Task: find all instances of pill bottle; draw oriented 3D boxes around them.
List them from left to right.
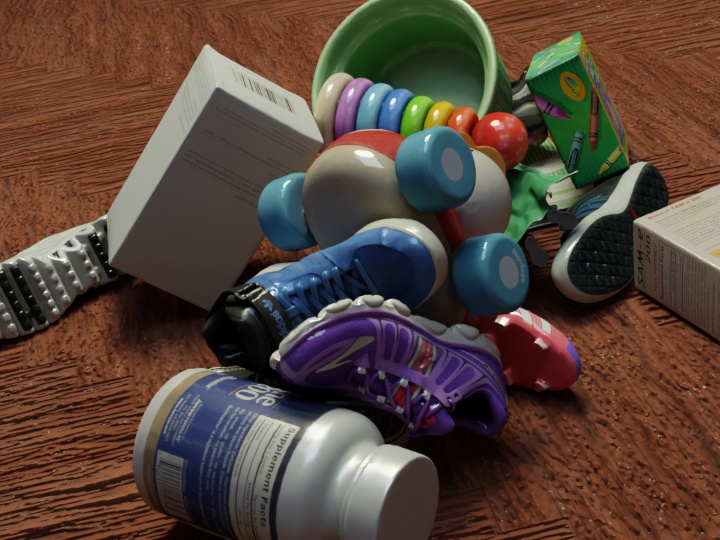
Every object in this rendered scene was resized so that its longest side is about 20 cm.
[{"bbox_3d":[-0.051,0.142,0.849,0.199,0.112,0.111,12,36,32],"label":"pill bottle"}]

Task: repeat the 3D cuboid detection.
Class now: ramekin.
[{"bbox_3d":[0.059,-0.176,1.251,0.199,0.201,0.098,8,-8,26],"label":"ramekin"}]

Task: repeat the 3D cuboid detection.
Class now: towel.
[{"bbox_3d":[0.155,-0.098,1.292,0.152,0.024,0.200,-13,30,-8],"label":"towel"}]

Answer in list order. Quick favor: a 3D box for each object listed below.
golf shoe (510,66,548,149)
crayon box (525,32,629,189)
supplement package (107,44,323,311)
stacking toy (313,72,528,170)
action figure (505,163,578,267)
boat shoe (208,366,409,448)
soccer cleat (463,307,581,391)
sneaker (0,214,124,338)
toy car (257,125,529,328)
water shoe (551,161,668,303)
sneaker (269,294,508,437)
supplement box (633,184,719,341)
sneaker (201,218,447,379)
[{"bbox_3d":[0.105,-0.182,1.333,0.199,0.093,0.073,1,28,21],"label":"golf shoe"},{"bbox_3d":[0.221,-0.166,1.241,0.058,0.119,0.200,-24,10,17],"label":"crayon box"},{"bbox_3d":[-0.141,-0.084,1.146,0.116,0.200,0.117,26,19,-25],"label":"supplement package"},{"bbox_3d":[0.060,-0.133,1.146,0.199,0.086,0.085,10,34,20],"label":"stacking toy"},{"bbox_3d":[0.137,-0.062,1.147,0.118,0.055,0.200,-50,22,6],"label":"action figure"},{"bbox_3d":[-0.053,0.095,0.969,0.199,0.071,0.072,6,33,23],"label":"boat shoe"},{"bbox_3d":[0.111,0.043,1.028,0.076,0.067,0.199,-27,32,-37],"label":"soccer cleat"},{"bbox_3d":[-0.312,0.007,1.201,0.199,0.076,0.081,-30,22,-36],"label":"sneaker"},{"bbox_3d":[0.057,-0.058,0.997,0.184,0.178,0.200,-14,23,42],"label":"toy car"},{"bbox_3d":[0.218,-0.028,1.133,0.079,0.072,0.200,-18,17,46],"label":"water shoe"},{"bbox_3d":[0.031,0.075,0.866,0.199,0.081,0.084,12,44,-32],"label":"sneaker"},{"bbox_3d":[0.338,0.004,1.019,0.125,0.074,0.200,-21,32,-19],"label":"supplement box"},{"bbox_3d":[-0.034,0.026,0.898,0.199,0.077,0.111,-13,19,41],"label":"sneaker"}]
